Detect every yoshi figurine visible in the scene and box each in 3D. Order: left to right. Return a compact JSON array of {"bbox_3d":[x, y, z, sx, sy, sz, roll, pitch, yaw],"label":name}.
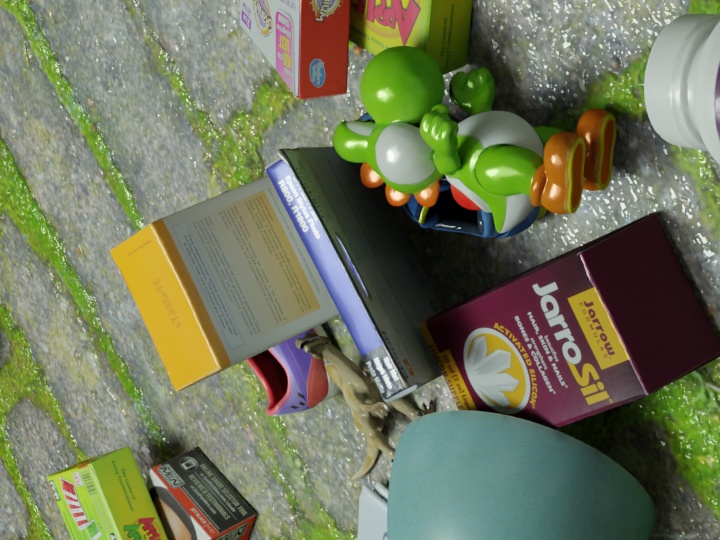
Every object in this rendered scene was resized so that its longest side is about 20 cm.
[{"bbox_3d":[0.072,-0.104,1.386,0.199,0.112,0.112,10,156,28],"label":"yoshi figurine"}]

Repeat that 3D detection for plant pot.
[{"bbox_3d":[0.102,0.213,1.455,0.199,0.135,0.200,17,151,9],"label":"plant pot"}]

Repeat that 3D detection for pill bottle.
[{"bbox_3d":[0.268,-0.104,1.170,0.200,0.112,0.113,14,120,47],"label":"pill bottle"}]

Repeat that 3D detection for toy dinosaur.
[{"bbox_3d":[0.010,0.115,1.663,0.101,0.058,0.200,29,154,39],"label":"toy dinosaur"}]

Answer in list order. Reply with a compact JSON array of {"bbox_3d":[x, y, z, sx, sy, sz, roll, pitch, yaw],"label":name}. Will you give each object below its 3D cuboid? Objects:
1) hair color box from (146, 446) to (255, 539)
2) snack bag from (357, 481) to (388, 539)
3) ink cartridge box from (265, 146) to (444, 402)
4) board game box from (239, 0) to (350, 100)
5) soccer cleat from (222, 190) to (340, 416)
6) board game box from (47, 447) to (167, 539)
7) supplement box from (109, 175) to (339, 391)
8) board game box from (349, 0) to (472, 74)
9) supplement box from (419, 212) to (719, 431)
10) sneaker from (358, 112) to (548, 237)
[{"bbox_3d":[-0.173,0.280,1.969,0.102,0.061,0.201,44,138,27],"label":"hair color box"},{"bbox_3d":[0.062,0.305,1.729,0.188,0.021,0.201,36,137,35],"label":"snack bag"},{"bbox_3d":[0.000,0.000,1.501,0.040,0.200,0.200,-29,85,16],"label":"ink cartridge box"},{"bbox_3d":[-0.050,-0.250,1.487,0.153,0.040,0.201,-126,33,-54],"label":"board game box"},{"bbox_3d":[-0.085,0.028,1.708,0.068,0.073,0.201,-24,90,53],"label":"soccer cleat"},{"bbox_3d":[-0.226,0.278,1.930,0.101,0.047,0.201,-21,91,55],"label":"board game box"},{"bbox_3d":[-0.082,-0.002,1.583,0.073,0.200,0.126,-29,86,50],"label":"supplement box"},{"bbox_3d":[0.035,-0.248,1.428,0.101,0.048,0.201,33,133,35],"label":"board game box"},{"bbox_3d":[0.146,0.048,1.425,0.200,0.085,0.111,-28,88,53],"label":"supplement box"},{"bbox_3d":[0.048,-0.073,1.488,0.200,0.078,0.066,26,130,43],"label":"sneaker"}]
